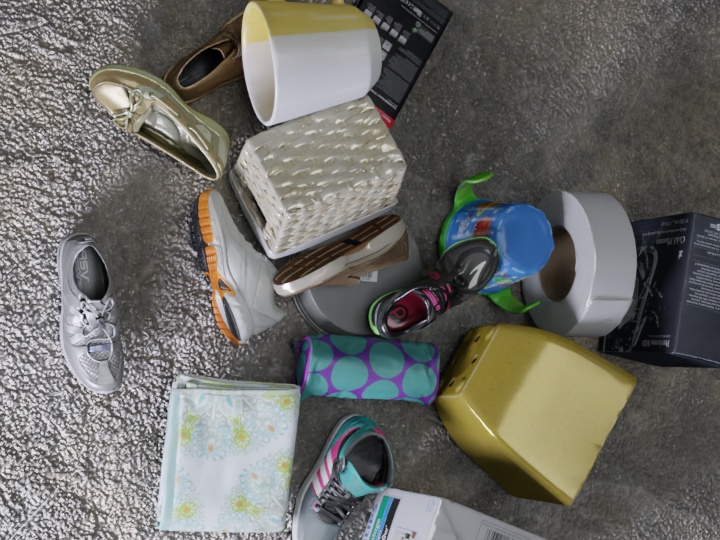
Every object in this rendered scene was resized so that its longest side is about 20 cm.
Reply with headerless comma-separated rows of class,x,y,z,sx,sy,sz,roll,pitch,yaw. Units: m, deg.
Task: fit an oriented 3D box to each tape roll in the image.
tape roll,0.299,-0.008,1.737,0.070,0.202,0.206,2,87,-23

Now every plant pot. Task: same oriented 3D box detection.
plant pot,0.215,0.177,1.706,0.199,0.194,0.197,34,75,-11

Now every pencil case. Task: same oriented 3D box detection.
pencil case,0.007,0.134,1.672,0.197,0.093,0.086,5,53,-19

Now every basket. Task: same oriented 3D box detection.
basket,-0.052,-0.126,1.620,0.198,0.124,0.137,-23,74,-22

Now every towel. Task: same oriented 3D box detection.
towel,-0.167,0.235,1.595,0.168,0.048,0.204,6,98,-17

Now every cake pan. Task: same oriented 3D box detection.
cake pan,0.000,0.000,1.701,0.197,0.037,0.204,1,87,-23

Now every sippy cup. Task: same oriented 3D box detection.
sippy cup,0.195,-0.037,1.730,0.177,0.130,0.141,35,73,-19

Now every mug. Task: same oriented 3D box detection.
mug,-0.056,-0.281,1.554,0.151,0.150,0.189,-10,126,-18

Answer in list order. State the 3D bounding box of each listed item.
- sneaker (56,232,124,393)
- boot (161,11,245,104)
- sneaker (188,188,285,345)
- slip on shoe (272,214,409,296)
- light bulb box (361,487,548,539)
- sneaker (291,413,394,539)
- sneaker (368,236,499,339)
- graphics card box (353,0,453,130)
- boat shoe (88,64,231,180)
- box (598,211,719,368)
sneaker,-0.332,0.053,1.536,0.074,0.082,0.203,-14,93,-22
boot,-0.166,-0.284,1.627,0.199,0.075,0.074,-40,99,-21
sneaker,-0.157,-0.012,1.626,0.091,0.075,0.203,-21,103,-29
slip on shoe,-0.021,-0.006,1.639,0.198,0.076,0.061,-30,116,-25
light bulb box,0.123,0.379,1.646,0.196,0.199,0.127,25,77,-19
sneaker,-0.017,0.286,1.635,0.083,0.120,0.203,27,78,-19
sneaker,0.103,0.032,1.649,0.199,0.084,0.077,-37,105,4
graphics card box,0.029,-0.305,1.722,0.125,0.051,0.202,32,77,-17
boat shoe,-0.253,-0.185,1.579,0.199,0.073,0.064,34,37,-23
box,0.454,0.033,1.800,0.122,0.200,0.200,12,83,-19
